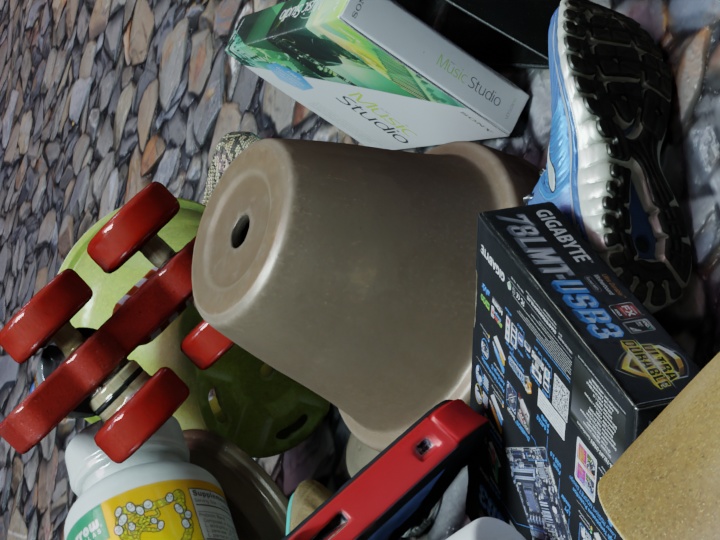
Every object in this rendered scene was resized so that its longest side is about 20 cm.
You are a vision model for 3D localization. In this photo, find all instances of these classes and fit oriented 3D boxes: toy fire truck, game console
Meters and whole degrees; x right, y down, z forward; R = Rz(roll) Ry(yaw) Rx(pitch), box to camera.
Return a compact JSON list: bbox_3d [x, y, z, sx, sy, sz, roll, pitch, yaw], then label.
[{"bbox_3d":[-0.159,0.046,1.049,0.200,0.112,0.168,-47,4,-25],"label":"toy fire truck"},{"bbox_3d":[-0.014,0.162,0.878,0.031,0.200,0.177,44,155,16],"label":"game console"}]

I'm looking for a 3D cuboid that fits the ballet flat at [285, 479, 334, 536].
[{"bbox_3d":[-0.005,0.222,1.017,0.072,0.068,0.202,-28,50,36],"label":"ballet flat"}]

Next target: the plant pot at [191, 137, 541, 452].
[{"bbox_3d":[0.000,0.000,0.956,0.200,0.173,0.202,-34,45,44],"label":"plant pot"}]

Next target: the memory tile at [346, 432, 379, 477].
[{"bbox_3d":[0.055,0.050,1.025,0.199,0.017,0.155,-29,50,49],"label":"memory tile"}]

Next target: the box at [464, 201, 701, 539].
[{"bbox_3d":[0.110,0.097,0.813,0.200,0.049,0.200,-123,27,-58],"label":"box"}]

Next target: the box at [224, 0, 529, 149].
[{"bbox_3d":[0.006,-0.135,1.087,0.200,0.144,0.037,-1,61,64],"label":"box"}]

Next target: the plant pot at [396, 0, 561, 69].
[{"bbox_3d":[0.043,-0.255,1.033,0.179,0.199,0.199,-65,25,-3],"label":"plant pot"}]

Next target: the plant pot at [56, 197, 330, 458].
[{"bbox_3d":[-0.115,0.058,1.234,0.184,0.199,0.202,20,97,52],"label":"plant pot"}]

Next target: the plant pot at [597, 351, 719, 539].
[{"bbox_3d":[0.215,0.051,0.568,0.201,0.185,0.187,-58,30,11],"label":"plant pot"}]

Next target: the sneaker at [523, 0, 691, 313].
[{"bbox_3d":[0.124,-0.061,0.892,0.089,0.078,0.202,-35,49,52],"label":"sneaker"}]

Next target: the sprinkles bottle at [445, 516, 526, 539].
[{"bbox_3d":[0.009,0.206,0.822,0.200,0.068,0.069,-40,42,25],"label":"sprinkles bottle"}]

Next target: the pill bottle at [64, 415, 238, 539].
[{"bbox_3d":[-0.132,0.198,1.054,0.113,0.112,0.201,-53,47,41],"label":"pill bottle"}]

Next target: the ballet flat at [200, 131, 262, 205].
[{"bbox_3d":[-0.117,-0.021,1.394,0.075,0.067,0.202,22,97,48],"label":"ballet flat"}]

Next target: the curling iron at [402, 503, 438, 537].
[{"bbox_3d":[0.015,0.104,1.105,0.050,0.025,0.201,-58,32,27],"label":"curling iron"}]

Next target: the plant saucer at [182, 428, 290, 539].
[{"bbox_3d":[-0.095,0.212,1.159,0.199,0.029,0.202,29,131,39],"label":"plant saucer"}]
